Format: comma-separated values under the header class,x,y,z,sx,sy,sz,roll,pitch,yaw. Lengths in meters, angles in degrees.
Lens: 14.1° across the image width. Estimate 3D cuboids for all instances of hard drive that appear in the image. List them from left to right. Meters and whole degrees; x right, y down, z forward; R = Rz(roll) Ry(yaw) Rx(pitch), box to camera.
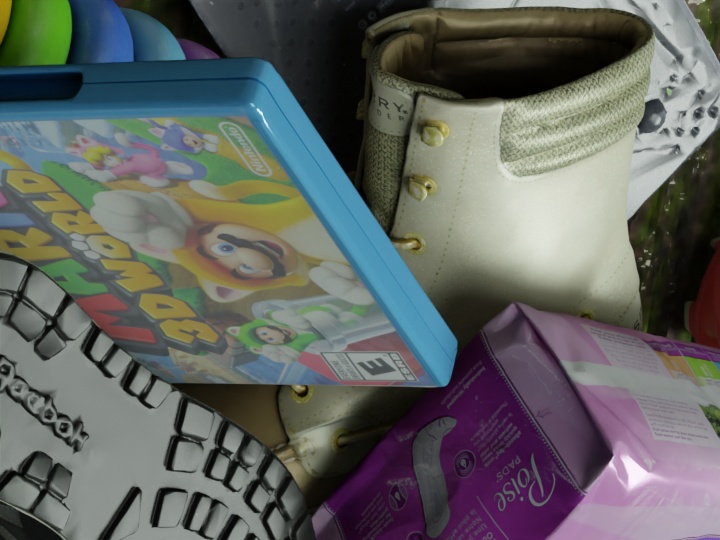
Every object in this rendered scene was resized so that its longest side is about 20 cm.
class,x,y,z,sx,sy,sz,roll,pitch,yaw
hard drive,0.030,-0.080,0.954,0.135,0.042,0.200,-46,128,-5

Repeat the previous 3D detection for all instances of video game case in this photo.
class,x,y,z,sx,sy,sz,roll,pitch,yaw
video game case,-0.089,-0.009,0.820,0.143,0.200,0.018,55,43,-50

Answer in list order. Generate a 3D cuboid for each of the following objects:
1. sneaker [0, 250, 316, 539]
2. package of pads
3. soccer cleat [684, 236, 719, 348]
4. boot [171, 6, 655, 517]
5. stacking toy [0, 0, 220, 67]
class,x,y,z,sx,sy,sz,roll,pitch,yaw
sneaker,-0.087,0.052,0.849,0.076,0.088,0.200,-50,129,-16
package of pads,0.086,0.082,0.928,0.200,0.076,0.121,11,128,-48
soccer cleat,0.174,-0.044,1.036,0.067,0.076,0.200,7,108,-33
boot,0.000,0.000,0.909,0.200,0.072,0.155,-15,131,-17
stacking toy,-0.110,-0.063,0.827,0.200,0.085,0.085,35,92,-41
